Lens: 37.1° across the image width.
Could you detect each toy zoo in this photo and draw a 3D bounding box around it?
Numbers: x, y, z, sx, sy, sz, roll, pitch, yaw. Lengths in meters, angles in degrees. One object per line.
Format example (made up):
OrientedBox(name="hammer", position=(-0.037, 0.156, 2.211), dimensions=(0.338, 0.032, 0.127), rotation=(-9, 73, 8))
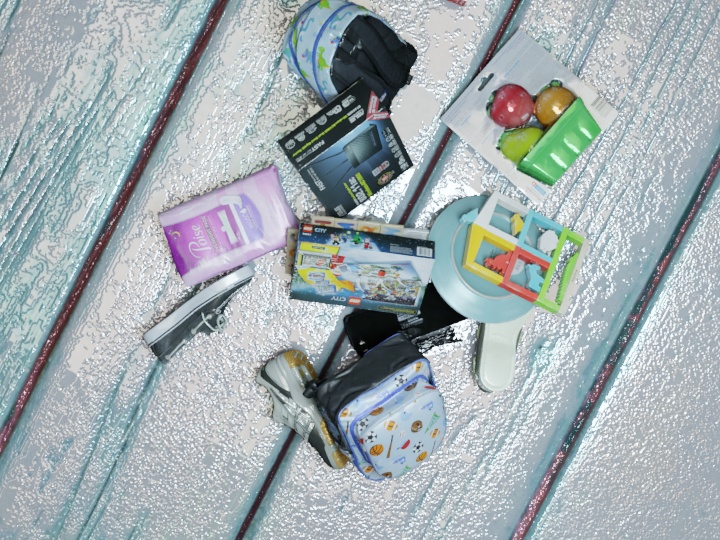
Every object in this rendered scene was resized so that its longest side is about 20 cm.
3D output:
OrientedBox(name="toy zoo", position=(0.236, -0.032, 1.603), dimensions=(0.199, 0.020, 0.132), rotation=(26, 70, -8))

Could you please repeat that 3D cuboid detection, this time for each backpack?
OrientedBox(name="backpack", position=(-0.020, -0.303, 1.531), dimensions=(0.153, 0.200, 0.164), rotation=(34, 94, 13))
OrientedBox(name="backpack", position=(0.041, 0.214, 1.579), dimensions=(0.199, 0.154, 0.191), rotation=(-28, 139, -10))

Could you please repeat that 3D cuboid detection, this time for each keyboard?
OrientedBox(name="keyboard", position=(0.081, 0.086, 1.658), dimensions=(0.199, 0.040, 0.104), rotation=(-20, 72, 0))

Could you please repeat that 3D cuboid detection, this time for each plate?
OrientedBox(name="plate", position=(0.196, -0.021, 1.613), dimensions=(0.199, 0.026, 0.201), rotation=(4, 73, -15))

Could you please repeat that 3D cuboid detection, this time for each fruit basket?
OrientedBox(name="fruit basket", position=(0.254, -0.230, 1.617), dimensions=(0.200, 0.094, 0.185), rotation=(41, 92, 10))

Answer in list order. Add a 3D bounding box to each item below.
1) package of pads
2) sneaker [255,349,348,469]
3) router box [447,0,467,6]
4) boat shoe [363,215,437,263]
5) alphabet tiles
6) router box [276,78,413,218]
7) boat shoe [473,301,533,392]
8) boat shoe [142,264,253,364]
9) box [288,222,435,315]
OrientedBox(name="package of pads", position=(-0.193, -0.067, 1.605), dimensions=(0.199, 0.076, 0.121), rotation=(-23, 93, 0))
OrientedBox(name="sneaker", position=(-0.088, 0.220, 1.646), dimensions=(0.087, 0.076, 0.201), rotation=(-25, 97, 20))
OrientedBox(name="router box", position=(0.106, -0.519, 1.592), dimensions=(0.179, 0.049, 0.201), rotation=(20, 94, -4))
OrientedBox(name="boat shoe", position=(0.028, -0.047, 1.624), dimensions=(0.199, 0.072, 0.069), rotation=(6, 74, 3))
OrientedBox(name="alphabet tiles", position=(-0.012, -0.018, 1.592), dimensions=(0.199, 0.167, 0.006), rotation=(6, 51, -3))
OrientedBox(name="router box", position=(-0.017, -0.167, 1.543), dimensions=(0.150, 0.200, 0.062), rotation=(-36, 65, 1))
OrientedBox(name="boat shoe", position=(0.214, 0.088, 1.638), dimensions=(0.072, 0.060, 0.203), rotation=(16, 75, -6))
OrientedBox(name="boat shoe", position=(-0.233, 0.069, 1.614), dimensions=(0.199, 0.074, 0.068), rotation=(-36, 91, 1))
OrientedBox(name="box", position=(0.000, 0.000, 1.578), dimensions=(0.199, 0.137, 0.038), rotation=(8, 51, -5))
